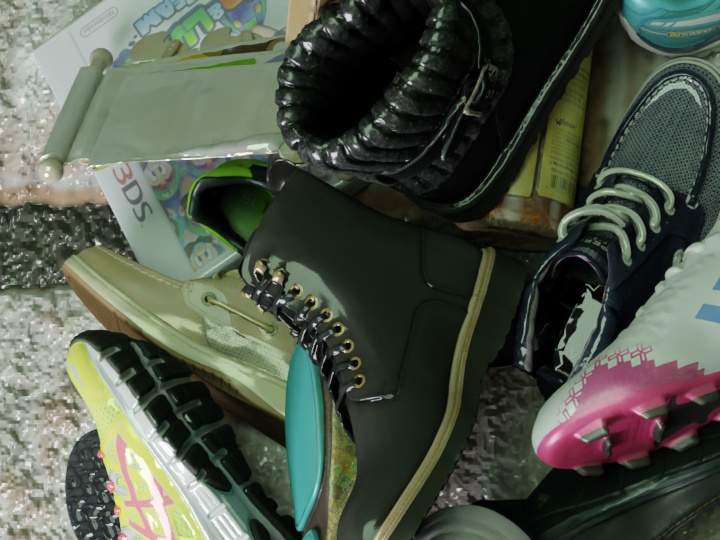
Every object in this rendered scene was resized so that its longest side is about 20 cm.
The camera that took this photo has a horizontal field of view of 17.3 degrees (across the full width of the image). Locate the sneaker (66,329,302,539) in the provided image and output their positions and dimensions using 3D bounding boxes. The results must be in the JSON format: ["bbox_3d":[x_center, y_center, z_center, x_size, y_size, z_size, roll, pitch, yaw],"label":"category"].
[{"bbox_3d":[-0.098,0.123,1.191,0.090,0.078,0.201,-36,83,20],"label":"sneaker"}]

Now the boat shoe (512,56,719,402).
[{"bbox_3d":[0.135,-0.020,1.176,0.074,0.093,0.201,14,82,24],"label":"boat shoe"}]

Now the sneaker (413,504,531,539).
[{"bbox_3d":[0.087,0.207,1.106,0.075,0.100,0.200,-38,103,26],"label":"sneaker"}]

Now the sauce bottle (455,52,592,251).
[{"bbox_3d":[0.091,-0.113,1.233,0.066,0.066,0.201,5,77,22],"label":"sauce bottle"}]

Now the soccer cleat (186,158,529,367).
[{"bbox_3d":[0.000,0.000,1.218,0.199,0.081,0.068,25,104,15],"label":"soccer cleat"}]

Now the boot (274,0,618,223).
[{"bbox_3d":[0.050,-0.129,1.129,0.079,0.158,0.212,21,87,30],"label":"boot"}]

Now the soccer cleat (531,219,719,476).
[{"bbox_3d":[0.163,0.027,1.124,0.199,0.070,0.087,-24,62,-6],"label":"soccer cleat"}]

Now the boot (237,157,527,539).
[{"bbox_3d":[-0.013,0.047,1.117,0.138,0.078,0.201,26,45,-4],"label":"boot"}]

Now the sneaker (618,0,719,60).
[{"bbox_3d":[0.217,-0.177,1.190,0.200,0.080,0.078,-37,67,9],"label":"sneaker"}]

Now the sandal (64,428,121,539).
[{"bbox_3d":[-0.071,0.152,1.248,0.199,0.045,0.075,30,94,11],"label":"sandal"}]

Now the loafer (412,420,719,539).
[{"bbox_3d":[0.114,0.133,1.169,0.199,0.073,0.073,-27,109,17],"label":"loafer"}]

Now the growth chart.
[{"bbox_3d":[-0.075,-0.090,1.250,0.199,0.018,0.145,-1,35,21],"label":"growth chart"}]

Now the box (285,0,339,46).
[{"bbox_3d":[0.029,-0.176,1.152,0.163,0.200,0.021,-44,89,-5],"label":"box"}]

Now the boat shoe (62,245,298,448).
[{"bbox_3d":[-0.067,0.035,1.255,0.199,0.072,0.065,30,74,17],"label":"boat shoe"}]

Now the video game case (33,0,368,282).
[{"bbox_3d":[-0.066,-0.105,1.314,0.199,0.024,0.183,-33,68,11],"label":"video game case"}]

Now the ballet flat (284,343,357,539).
[{"bbox_3d":[-0.003,0.125,1.149,0.070,0.071,0.201,-14,54,18],"label":"ballet flat"}]
